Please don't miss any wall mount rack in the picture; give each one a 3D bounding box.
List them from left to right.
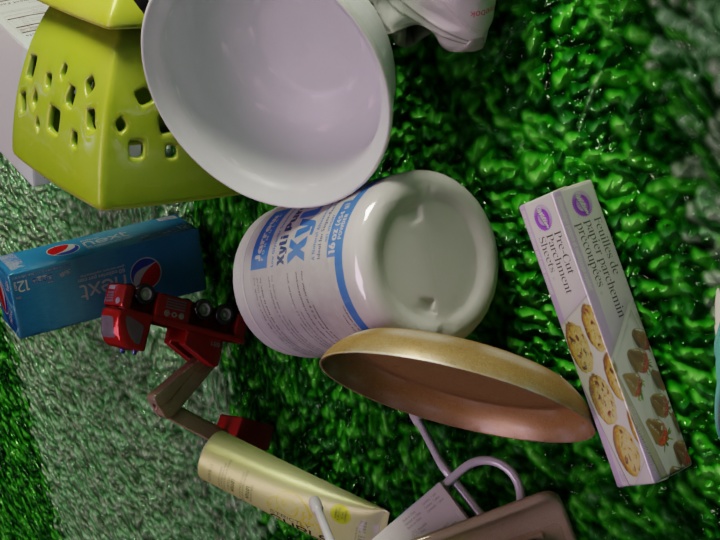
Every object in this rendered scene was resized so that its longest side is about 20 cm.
[{"bbox_3d":[0.039,0.208,1.055,0.174,0.200,0.075,51,-176,26],"label":"wall mount rack"}]

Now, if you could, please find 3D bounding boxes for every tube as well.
[{"bbox_3d":[-0.062,0.215,1.252,0.198,0.052,0.058,23,168,20],"label":"tube"}]

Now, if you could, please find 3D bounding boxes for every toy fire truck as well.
[{"bbox_3d":[-0.173,0.099,1.312,0.049,0.198,0.143,-1,75,55],"label":"toy fire truck"}]

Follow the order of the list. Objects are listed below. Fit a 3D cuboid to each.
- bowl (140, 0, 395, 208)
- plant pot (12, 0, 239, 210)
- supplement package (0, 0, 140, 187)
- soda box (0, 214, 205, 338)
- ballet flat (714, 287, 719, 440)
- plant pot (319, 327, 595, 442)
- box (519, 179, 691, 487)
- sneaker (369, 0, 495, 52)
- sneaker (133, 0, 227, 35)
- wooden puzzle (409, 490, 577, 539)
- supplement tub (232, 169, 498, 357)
[{"bbox_3d":[-0.052,-0.153,0.953,0.199,0.091,0.203,16,131,19],"label":"bowl"},{"bbox_3d":[-0.183,-0.173,1.158,0.198,0.198,0.184,28,122,48],"label":"plant pot"},{"bbox_3d":[-0.317,-0.211,1.376,0.200,0.150,0.153,40,135,41],"label":"supplement package"},{"bbox_3d":[-0.261,0.004,1.329,0.064,0.198,0.069,29,129,57],"label":"soda box"},{"bbox_3d":[0.234,0.008,0.740,0.071,0.067,0.202,-112,23,-55],"label":"ballet flat"},{"bbox_3d":[0.069,0.079,0.925,0.199,0.199,0.028,-12,59,57],"label":"plant pot"},{"bbox_3d":[0.162,0.043,0.874,0.041,0.038,0.202,-21,87,57],"label":"box"},{"bbox_3d":[0.021,-0.212,0.937,0.200,0.077,0.100,41,140,41],"label":"sneaker"},{"bbox_3d":[-0.103,-0.226,1.041,0.076,0.199,0.115,-18,46,48],"label":"sneaker"},{"bbox_3d":[0.095,0.286,0.977,0.037,0.183,0.202,-9,-102,-86],"label":"wooden puzzle"},{"bbox_3d":[0.000,0.000,1.015,0.199,0.131,0.133,-9,97,56],"label":"supplement tub"}]
